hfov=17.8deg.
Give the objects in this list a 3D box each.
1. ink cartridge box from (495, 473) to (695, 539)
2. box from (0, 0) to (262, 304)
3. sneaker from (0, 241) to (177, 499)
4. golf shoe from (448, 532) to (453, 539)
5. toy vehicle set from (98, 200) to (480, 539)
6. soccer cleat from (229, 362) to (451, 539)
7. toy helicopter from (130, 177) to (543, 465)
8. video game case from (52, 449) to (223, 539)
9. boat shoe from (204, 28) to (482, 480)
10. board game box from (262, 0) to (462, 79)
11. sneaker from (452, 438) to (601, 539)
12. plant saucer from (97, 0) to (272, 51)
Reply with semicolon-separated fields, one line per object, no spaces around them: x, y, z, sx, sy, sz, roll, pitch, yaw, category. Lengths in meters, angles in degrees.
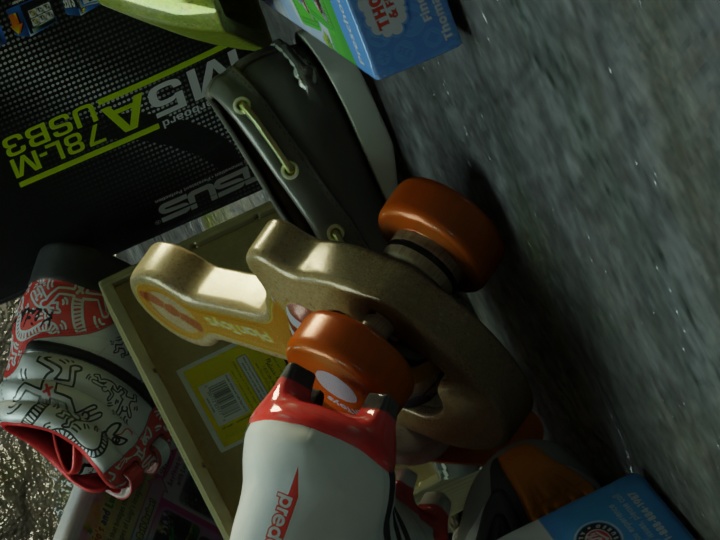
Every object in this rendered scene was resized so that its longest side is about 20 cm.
0.033;0.160;0.735;0.116;0.199;0.067;53;166;54;ink cartridge box
-0.145;-0.084;1.136;0.194;0.199;0.048;75;168;-46;box
-0.090;0.072;1.175;0.200;0.109;0.067;25;160;-23;sneaker
0.010;0.076;1.110;0.078;0.097;0.201;34;-141;-39;golf shoe
-0.031;0.051;1.067;0.027;0.123;0.201;75;167;-47;toy vehicle set
-0.012;0.100;0.821;0.068;0.086;0.200;19;163;12;soccer cleat
-0.013;0.027;0.889;0.199;0.079;0.132;13;150;45;toy helicopter
-0.069;0.152;1.203;0.181;0.201;0.024;31;143;-16;video game case
-0.001;0.000;0.957;0.203;0.060;0.072;67;171;-8;boat shoe
-0.034;-0.159;0.805;0.152;0.036;0.200;68;172;-21;board game box
0.059;0.114;0.888;0.201;0.075;0.092;79;168;-52;sneaker
-0.098;-0.177;0.925;0.200;0.048;0.201;-42;-68;-85;plant saucer
